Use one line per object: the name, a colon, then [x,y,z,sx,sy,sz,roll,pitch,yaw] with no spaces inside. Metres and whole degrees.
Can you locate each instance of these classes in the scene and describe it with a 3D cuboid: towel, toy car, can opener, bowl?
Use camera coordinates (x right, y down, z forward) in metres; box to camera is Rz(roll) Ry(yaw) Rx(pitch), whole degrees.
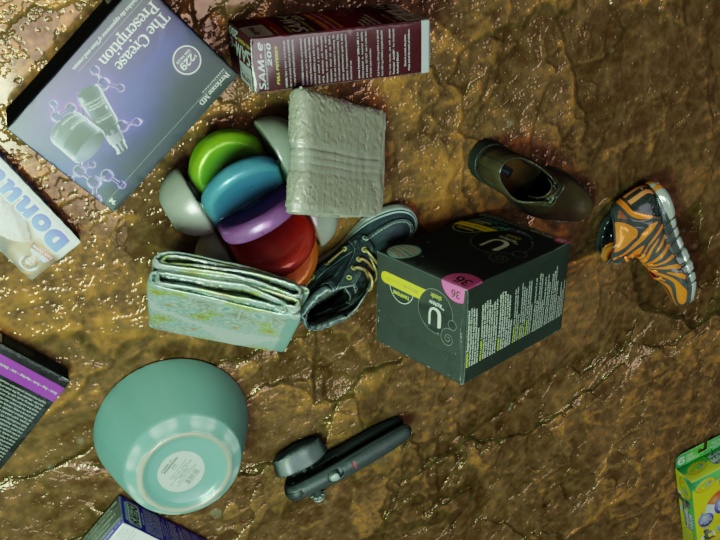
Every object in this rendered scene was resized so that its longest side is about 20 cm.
towel: [-0.026,-0.126,1.005,0.200,0.034,0.134,-2,93,-63]
toy car: [-0.116,-0.061,1.010,0.174,0.150,0.201,-30,120,-6]
can opener: [-0.019,0.259,1.243,0.199,0.063,0.079,-20,118,-12]
bowl: [-0.226,0.223,1.123,0.199,0.105,0.202,-9,116,-19]
towel: [-0.153,0.039,1.016,0.170,0.200,0.049,13,69,-8]

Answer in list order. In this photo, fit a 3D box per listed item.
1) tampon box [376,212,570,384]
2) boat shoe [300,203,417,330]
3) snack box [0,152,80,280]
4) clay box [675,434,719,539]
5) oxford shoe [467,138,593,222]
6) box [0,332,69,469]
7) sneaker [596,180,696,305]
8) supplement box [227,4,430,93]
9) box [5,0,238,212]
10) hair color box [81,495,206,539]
tampon box: [0.139,0.026,1.114,0.199,0.149,0.127,-21,121,-39]
boat shoe: [0.000,0.000,1.117,0.200,0.091,0.071,-37,121,-3]
snack box: [-0.395,-0.083,0.963,0.072,0.024,0.200,-39,121,-3]
clay box: [0.611,0.384,1.558,0.114,0.048,0.201,-23,120,-11]
oxford shoe: [0.235,-0.101,1.169,0.199,0.084,0.073,17,104,-29]
box: [-0.458,0.164,1.045,0.143,0.036,0.200,37,95,-30]
sneaker: [0.400,-0.022,1.283,0.111,0.078,0.201,-28,110,-3]
supplement box: [-0.035,-0.245,0.982,0.198,0.109,0.061,-12,118,-17]
box: [-0.250,-0.186,0.944,0.200,0.079,0.141,-47,123,4]
hair color box: [-0.275,0.398,1.207,0.200,0.065,0.109,38,96,-29]
